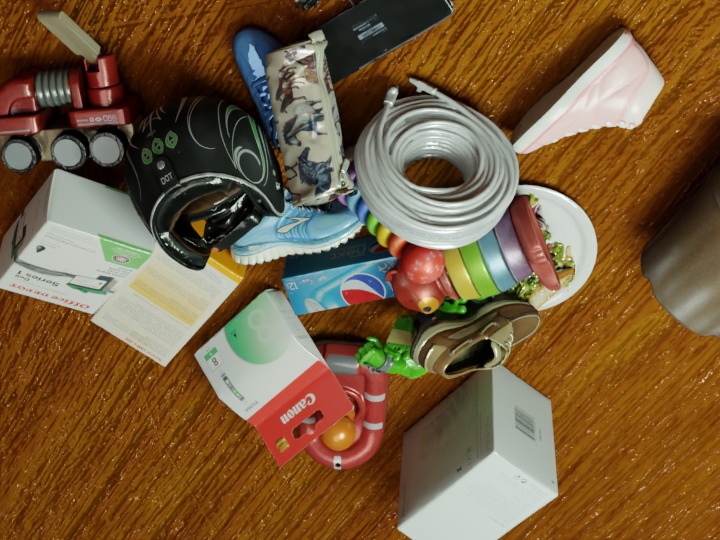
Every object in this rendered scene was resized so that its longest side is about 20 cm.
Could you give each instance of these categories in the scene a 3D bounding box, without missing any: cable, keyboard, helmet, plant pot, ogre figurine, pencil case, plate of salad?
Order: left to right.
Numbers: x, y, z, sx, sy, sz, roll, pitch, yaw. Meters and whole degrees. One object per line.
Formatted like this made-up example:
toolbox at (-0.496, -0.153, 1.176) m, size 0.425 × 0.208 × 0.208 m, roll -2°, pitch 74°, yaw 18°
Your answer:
helmet at (-0.193, -0.118, 1.558) m, size 0.199 × 0.191 × 0.200 m, roll -8°, pitch 135°, yaw -9°
pencil case at (-0.059, -0.179, 1.510) m, size 0.089 × 0.078 × 0.201 m, roll -8°, pitch 95°, yaw 36°
keyboard at (-0.001, -0.310, 1.521) m, size 0.200 × 0.021 × 0.127 m, roll -27°, pitch 123°, yaw 20°
cable at (0.089, -0.120, 1.531) m, size 0.199 × 0.200 × 0.069 m, roll 28°, pitch 149°, yaw 8°
ogre figurine at (0.102, 0.082, 1.706) m, size 0.200 × 0.098 × 0.120 m, roll -50°, pitch 146°, yaw -3°
plate of salad at (0.212, -0.021, 1.675) m, size 0.199 × 0.048 × 0.201 m, roll 3°, pitch 124°, yaw 4°
plant pot at (0.465, -0.033, 1.568) m, size 0.200 × 0.201 × 0.198 m, roll 31°, pitch 128°, yaw -15°

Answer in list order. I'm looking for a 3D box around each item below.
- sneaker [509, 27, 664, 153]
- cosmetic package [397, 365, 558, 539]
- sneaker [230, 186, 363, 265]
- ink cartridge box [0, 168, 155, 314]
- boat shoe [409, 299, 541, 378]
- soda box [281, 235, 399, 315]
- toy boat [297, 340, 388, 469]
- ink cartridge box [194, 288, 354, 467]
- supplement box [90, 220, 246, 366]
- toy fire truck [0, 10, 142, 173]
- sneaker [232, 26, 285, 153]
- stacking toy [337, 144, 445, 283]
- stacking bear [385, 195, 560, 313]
sneaker at (0.280, -0.190, 1.539) m, size 0.105 × 0.075 × 0.200 m, roll 41°, pitch 114°, yaw -14°
cosmetic package at (0.160, 0.270, 1.782) m, size 0.123 × 0.200 × 0.200 m, roll 35°, pitch 119°, yaw -18°
sneaker at (-0.082, -0.070, 1.655) m, size 0.199 × 0.078 × 0.090 m, roll -13°, pitch 109°, yaw 6°
ink cartridge box at (-0.369, -0.032, 1.646) m, size 0.146 × 0.085 × 0.200 m, roll 18°, pitch 145°, yaw -27°
boat shoe at (0.158, 0.097, 1.635) m, size 0.199 × 0.074 × 0.076 m, roll -17°, pitch 131°, yaw -32°
soda box at (0.000, 0.000, 1.697) m, size 0.199 × 0.068 × 0.064 m, roll -12°, pitch 121°, yaw 13°
toy boat at (-0.029, 0.205, 1.798) m, size 0.130 × 0.131 × 0.201 m, roll 4°, pitch 124°, yaw 3°
ink cartridge box at (-0.123, 0.151, 1.758) m, size 0.161 × 0.050 × 0.200 m, roll -41°, pitch 71°, yaw 26°
supplement box at (-0.259, 0.021, 1.731) m, size 0.126 × 0.074 × 0.200 m, roll 35°, pitch 120°, yaw -17°
toy fire truck at (-0.372, -0.227, 1.561) m, size 0.175 × 0.129 × 0.201 m, roll -3°, pitch 112°, yaw 8°
sneaker at (-0.098, -0.205, 1.566) m, size 0.066 × 0.079 × 0.200 m, roll -19°, pitch 118°, yaw 19°
stacking toy at (0.039, -0.063, 1.571) m, size 0.085 × 0.200 × 0.085 m, roll -26°, pitch 152°, yaw -15°
stacking bear at (0.133, -0.008, 1.592) m, size 0.199 × 0.114 × 0.121 m, roll -21°, pitch 148°, yaw 11°
